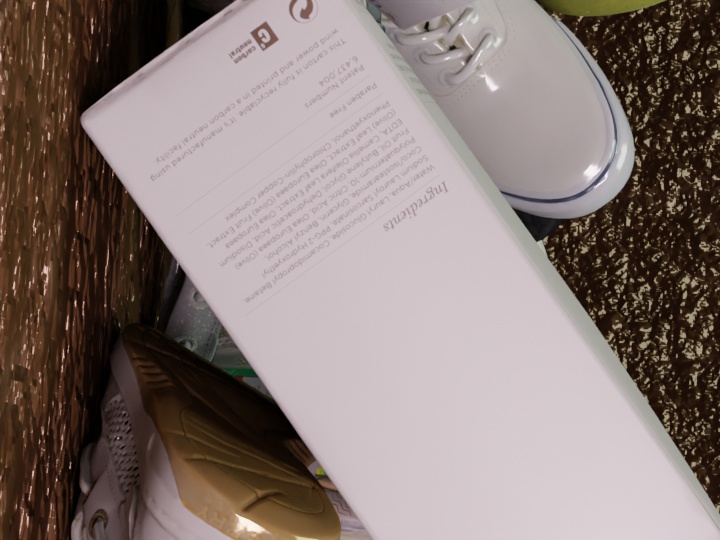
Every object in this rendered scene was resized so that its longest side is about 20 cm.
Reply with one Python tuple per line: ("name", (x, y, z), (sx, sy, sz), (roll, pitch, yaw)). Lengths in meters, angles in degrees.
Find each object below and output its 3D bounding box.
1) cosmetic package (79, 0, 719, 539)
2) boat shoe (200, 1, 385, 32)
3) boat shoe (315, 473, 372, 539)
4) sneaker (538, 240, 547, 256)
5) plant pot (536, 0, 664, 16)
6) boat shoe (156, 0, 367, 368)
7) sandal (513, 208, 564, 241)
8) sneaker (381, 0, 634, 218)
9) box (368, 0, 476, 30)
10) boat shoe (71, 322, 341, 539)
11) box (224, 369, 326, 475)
("cosmetic package", (0.017, 0.017, 0.795), (0.200, 0.085, 0.108), (56, 3, 4))
("boat shoe", (-0.028, -0.094, 0.962), (0.091, 0.071, 0.201), (68, 19, -78))
("boat shoe", (0.002, 0.111, 0.938), (0.200, 0.075, 0.072), (35, 62, -73))
("sneaker", (0.033, -0.081, 1.181), (0.201, 0.072, 0.072), (62, -13, 0))
("plant pot", (0.076, -0.203, 1.055), (0.187, 0.186, 0.201), (-80, 153, -56))
("boat shoe", (-0.035, -0.063, 0.892), (0.074, 0.064, 0.203), (-118, -153, -66))
("sandal", (0.037, -0.106, 1.117), (0.075, 0.048, 0.201), (-38, -103, 45))
("sneaker", (0.019, -0.096, 1.043), (0.073, 0.200, 0.071), (-47, 161, 4))
("box", (0.062, -0.143, 0.833), (0.145, 0.036, 0.200), (-52, -171, -6))
("boat shoe", (-0.052, 0.067, 0.794), (0.069, 0.071, 0.200), (-60, -173, 7))
("box", (-0.043, 0.100, 1.040), (0.200, 0.048, 0.118), (86, 9, -73))
